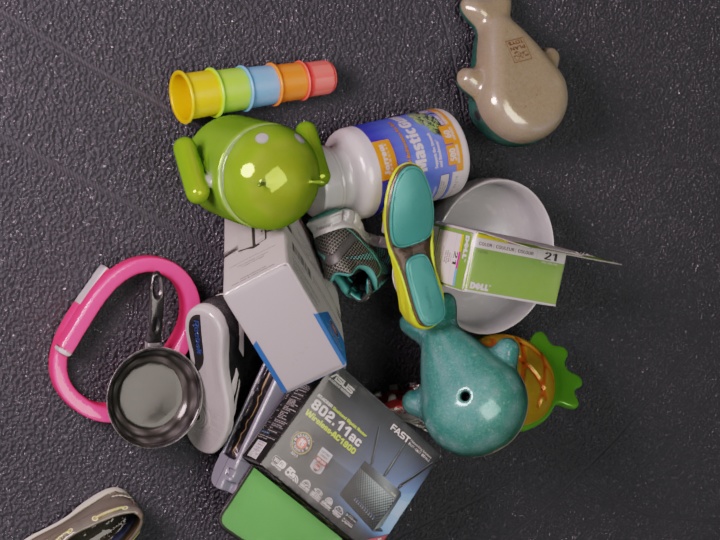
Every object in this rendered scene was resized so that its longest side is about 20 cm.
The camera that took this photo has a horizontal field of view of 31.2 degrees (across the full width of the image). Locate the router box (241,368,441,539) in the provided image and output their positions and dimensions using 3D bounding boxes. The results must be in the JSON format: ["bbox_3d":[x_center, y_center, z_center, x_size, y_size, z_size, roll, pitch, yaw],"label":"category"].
[{"bbox_3d":[-0.020,0.221,1.537,0.200,0.062,0.150,42,73,-23],"label":"router box"}]

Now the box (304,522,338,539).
[{"bbox_3d":[-0.024,0.289,1.631,0.200,0.082,0.049,-46,118,-16],"label":"box"}]

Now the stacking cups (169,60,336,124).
[{"bbox_3d":[-0.119,-0.216,1.488,0.199,0.060,0.061,-16,108,-30],"label":"stacking cups"}]

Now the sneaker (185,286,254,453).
[{"bbox_3d":[-0.151,0.113,1.526,0.112,0.073,0.201,-35,139,-50],"label":"sneaker"}]

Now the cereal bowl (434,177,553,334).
[{"bbox_3d":[0.151,-0.023,1.676,0.199,0.083,0.202,-7,103,-31],"label":"cereal bowl"}]

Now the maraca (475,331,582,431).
[{"bbox_3d":[0.202,0.141,1.669,0.199,0.107,0.138,-9,66,-33],"label":"maraca"}]

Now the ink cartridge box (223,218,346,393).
[{"bbox_3d":[-0.087,0.019,1.465,0.084,0.200,0.147,-26,116,8],"label":"ink cartridge box"}]

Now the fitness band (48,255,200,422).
[{"bbox_3d":[-0.265,0.076,1.468,0.143,0.037,0.201,37,81,-32],"label":"fitness band"}]

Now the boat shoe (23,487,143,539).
[{"bbox_3d":[-0.334,0.325,1.460,0.201,0.060,0.072,-37,116,-20],"label":"boat shoe"}]

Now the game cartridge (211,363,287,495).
[{"bbox_3d":[-0.094,0.185,1.573,0.133,0.040,0.201,31,83,-48],"label":"game cartridge"}]

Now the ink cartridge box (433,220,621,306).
[{"bbox_3d":[0.186,0.000,1.535,0.147,0.200,0.076,10,95,-31],"label":"ink cartridge box"}]

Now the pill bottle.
[{"bbox_3d":[0.023,-0.125,1.561,0.199,0.112,0.113,-16,108,-29],"label":"pill bottle"}]

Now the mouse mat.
[{"bbox_3d":[-0.062,0.260,1.558,0.161,0.008,0.201,39,75,-23],"label":"mouse mat"}]

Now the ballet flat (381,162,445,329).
[{"bbox_3d":[0.054,-0.028,1.525,0.066,0.067,0.202,-16,104,-23],"label":"ballet flat"}]

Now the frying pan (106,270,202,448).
[{"bbox_3d":[-0.246,0.108,1.451,0.114,0.031,0.191,-26,106,-25],"label":"frying pan"}]

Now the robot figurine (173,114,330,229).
[{"bbox_3d":[-0.120,-0.108,1.423,0.174,0.200,0.117,-8,105,-29],"label":"robot figurine"}]

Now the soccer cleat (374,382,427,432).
[{"bbox_3d":[0.096,0.187,1.694,0.199,0.068,0.086,-7,93,-35],"label":"soccer cleat"}]

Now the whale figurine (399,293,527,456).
[{"bbox_3d":[0.116,0.124,1.549,0.158,0.104,0.201,-28,74,8],"label":"whale figurine"}]

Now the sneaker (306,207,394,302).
[{"bbox_3d":[0.000,0.000,1.554,0.200,0.077,0.092,30,45,-55],"label":"sneaker"}]

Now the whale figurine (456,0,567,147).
[{"bbox_3d":[0.181,-0.254,1.656,0.158,0.104,0.201,-19,85,-26],"label":"whale figurine"}]
